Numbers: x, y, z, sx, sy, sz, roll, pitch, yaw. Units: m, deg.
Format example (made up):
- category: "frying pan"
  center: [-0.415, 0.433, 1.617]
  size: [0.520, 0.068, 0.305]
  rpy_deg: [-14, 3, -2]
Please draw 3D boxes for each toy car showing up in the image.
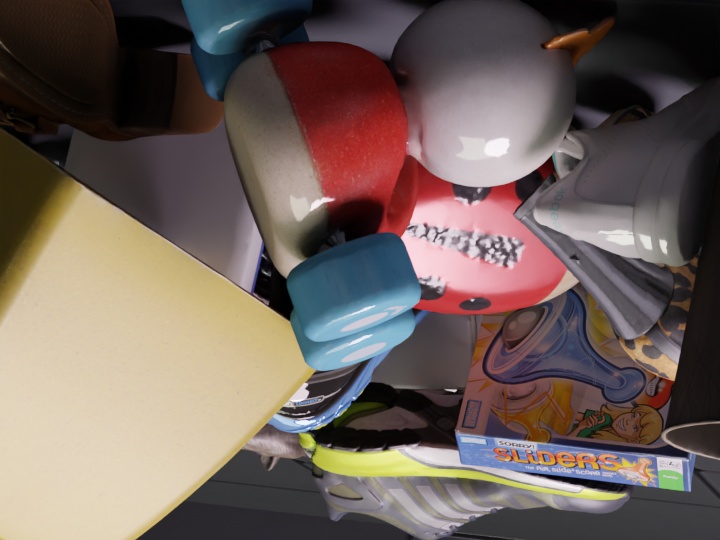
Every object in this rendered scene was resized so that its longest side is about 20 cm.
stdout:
- category: "toy car"
  center: [0.035, -0.076, 1.424]
  size: [0.199, 0.185, 0.177]
  rpy_deg: [-20, 170, -4]

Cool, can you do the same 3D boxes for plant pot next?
- category: "plant pot"
  center: [-0.174, 0.040, 1.506]
  size: [0.200, 0.177, 0.200]
  rpy_deg: [35, 179, -38]

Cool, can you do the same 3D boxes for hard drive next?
- category: "hard drive"
  center: [-0.121, -0.005, 1.657]
  size: [0.131, 0.201, 0.025]
  rpy_deg: [8, 170, 24]

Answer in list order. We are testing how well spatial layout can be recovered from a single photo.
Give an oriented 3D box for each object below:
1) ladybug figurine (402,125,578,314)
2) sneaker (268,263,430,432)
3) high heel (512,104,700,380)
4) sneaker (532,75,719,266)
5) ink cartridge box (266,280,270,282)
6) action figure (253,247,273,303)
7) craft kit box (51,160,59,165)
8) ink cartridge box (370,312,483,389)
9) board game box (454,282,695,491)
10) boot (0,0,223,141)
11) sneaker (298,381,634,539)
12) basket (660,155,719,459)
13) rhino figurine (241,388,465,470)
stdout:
- category: "ladybug figurine"
  center: [0.054, -0.032, 1.590]
  size: [0.199, 0.136, 0.072]
  rpy_deg: [8, -152, -25]
- category: "sneaker"
  center: [0.000, 0.000, 1.655]
  size: [0.071, 0.200, 0.083]
  rpy_deg: [23, 158, 36]
- category: "high heel"
  center: [0.160, -0.010, 1.518]
  size: [0.143, 0.071, 0.200]
  rpy_deg: [45, -153, 2]
- category: "sneaker"
  center: [0.142, -0.056, 1.439]
  size: [0.088, 0.076, 0.200]
  rpy_deg: [4, -165, 20]
- category: "ink cartridge box"
  center: [-0.100, 0.067, 1.933]
  size: [0.043, 0.200, 0.198]
  rpy_deg: [45, -162, 1]
- category: "action figure"
  center: [-0.099, -0.015, 1.775]
  size: [0.148, 0.135, 0.200]
  rpy_deg: [28, 147, -23]
- category: "craft kit box"
  center: [-0.218, 0.032, 1.867]
  size: [0.048, 0.202, 0.197]
  rpy_deg: [-5, -178, -15]
- category: "ink cartridge box"
  center: [0.074, 0.021, 1.810]
  size: [0.145, 0.085, 0.199]
  rpy_deg: [-1, -174, 40]
- category: "board game box"
  center: [0.140, 0.028, 1.660]
  size: [0.134, 0.201, 0.035]
  rpy_deg: [5, 145, 13]
- category: "boot"
  center: [-0.186, -0.117, 1.549]
  size: [0.155, 0.077, 0.199]
  rpy_deg: [5, 176, 37]
- category: "sneaker"
  center: [0.063, 0.118, 1.686]
  size: [0.199, 0.074, 0.081]
  rpy_deg: [7, 131, 14]
- category: "basket"
  center: [0.235, -0.012, 1.369]
  size: [0.179, 0.201, 0.136]
  rpy_deg: [9, 167, -18]
- category: "rhino figurine"
  center: [0.002, 0.101, 1.771]
  size: [0.198, 0.060, 0.087]
  rpy_deg: [-2, -179, 7]
